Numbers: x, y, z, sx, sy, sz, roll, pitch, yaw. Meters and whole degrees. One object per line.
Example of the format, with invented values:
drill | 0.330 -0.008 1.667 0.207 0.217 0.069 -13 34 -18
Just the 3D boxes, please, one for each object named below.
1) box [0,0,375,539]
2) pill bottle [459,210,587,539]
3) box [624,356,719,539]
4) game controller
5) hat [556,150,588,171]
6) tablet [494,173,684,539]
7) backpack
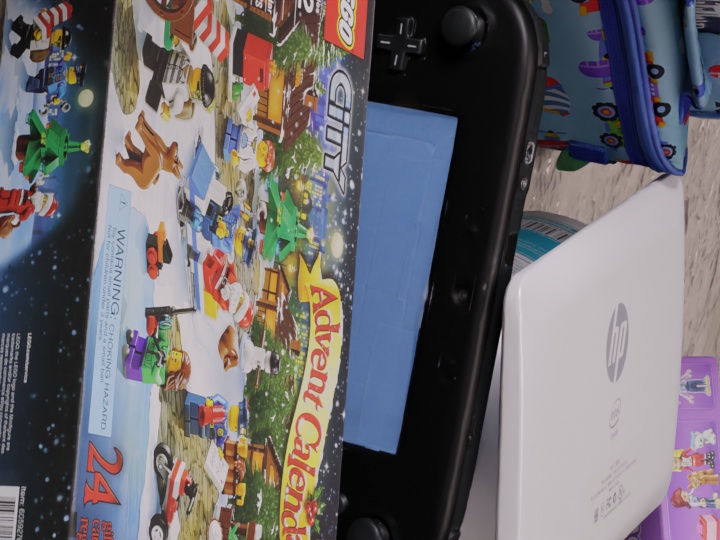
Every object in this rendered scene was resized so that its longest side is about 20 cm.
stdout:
box | -0.049 -0.006 0.766 0.137 0.038 0.200 18 74 -59
pill bottle | 0.037 0.043 1.018 0.200 0.111 0.111 -22 122 -67
box | 0.100 0.142 1.149 0.039 0.137 0.200 1 81 -32
game controller | 0.000 0.000 0.895 0.042 0.104 0.200 4 97 -66
hat | 0.105 -0.173 1.230 0.200 0.176 0.166 -44 174 21
tablet | 0.083 0.045 0.963 0.200 0.014 0.130 -31 124 -66
backpack | 0.116 -0.125 1.006 0.183 0.200 0.135 81 28 -48
